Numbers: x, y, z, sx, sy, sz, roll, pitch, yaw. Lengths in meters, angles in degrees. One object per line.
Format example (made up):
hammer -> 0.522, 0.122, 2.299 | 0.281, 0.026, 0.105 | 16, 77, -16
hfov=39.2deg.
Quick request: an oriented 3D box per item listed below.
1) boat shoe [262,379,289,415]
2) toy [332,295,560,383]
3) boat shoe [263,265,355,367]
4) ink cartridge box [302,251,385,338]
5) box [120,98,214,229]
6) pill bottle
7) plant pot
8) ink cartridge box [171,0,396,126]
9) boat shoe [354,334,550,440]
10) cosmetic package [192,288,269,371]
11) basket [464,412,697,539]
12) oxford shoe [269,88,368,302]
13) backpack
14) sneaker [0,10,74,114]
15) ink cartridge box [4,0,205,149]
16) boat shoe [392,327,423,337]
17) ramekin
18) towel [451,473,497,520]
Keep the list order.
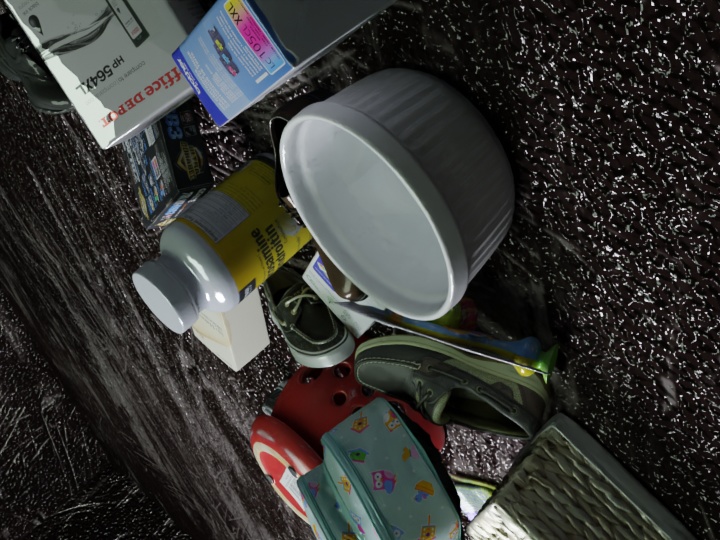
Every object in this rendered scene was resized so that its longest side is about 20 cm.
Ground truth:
boat shoe -> -0.070, 0.259, 1.523 | 0.200, 0.071, 0.072 | 45, 155, 9
toy -> 0.086, 0.045, 0.917 | 0.198, 0.048, 0.115 | 22, -178, 19
boat shoe -> -0.071, 0.051, 1.203 | 0.200, 0.070, 0.064 | 37, 152, 57
ink cartridge box -> 0.000, 0.000, 1.079 | 0.100, 0.039, 0.200 | 48, 157, 4
box -> -0.235, -0.165, 1.155 | 0.198, 0.049, 0.203 | -26, 80, 67
pill bottle -> -0.143, -0.027, 1.086 | 0.112, 0.200, 0.113 | 37, 154, 22
plant pot -> -0.026, 0.202, 1.239 | 0.200, 0.182, 0.202 | 40, 153, 25
ink cartridge box -> -0.062, -0.191, 0.794 | 0.077, 0.136, 0.199 | 55, 155, -8
boat shoe -> 0.082, 0.117, 0.983 | 0.198, 0.066, 0.072 | 11, 135, 14
cosmetic package -> -0.197, 0.039, 1.430 | 0.103, 0.073, 0.201 | 35, 151, 29
basket -> 0.212, 0.264, 0.985 | 0.200, 0.123, 0.136 | 45, 154, 13
oxford shoe -> -0.043, -0.060, 0.946 | 0.072, 0.084, 0.203 | -9, 104, 44
backpack -> 0.022, 0.234, 1.025 | 0.177, 0.152, 0.201 | 57, 163, 27
sneaker -> -0.448, -0.289, 1.402 | 0.199, 0.076, 0.092 | 35, 145, 25
ink cartridge box -> -0.240, -0.245, 0.990 | 0.201, 0.145, 0.084 | 57, -163, -10
boat shoe -> 0.065, 0.101, 1.072 | 0.070, 0.069, 0.202 | 27, 147, 41
ramekin -> 0.036, -0.069, 0.838 | 0.200, 0.105, 0.201 | 39, 153, 24
towel -> 0.194, 0.342, 1.249 | 0.201, 0.023, 0.143 | 58, 155, -16
